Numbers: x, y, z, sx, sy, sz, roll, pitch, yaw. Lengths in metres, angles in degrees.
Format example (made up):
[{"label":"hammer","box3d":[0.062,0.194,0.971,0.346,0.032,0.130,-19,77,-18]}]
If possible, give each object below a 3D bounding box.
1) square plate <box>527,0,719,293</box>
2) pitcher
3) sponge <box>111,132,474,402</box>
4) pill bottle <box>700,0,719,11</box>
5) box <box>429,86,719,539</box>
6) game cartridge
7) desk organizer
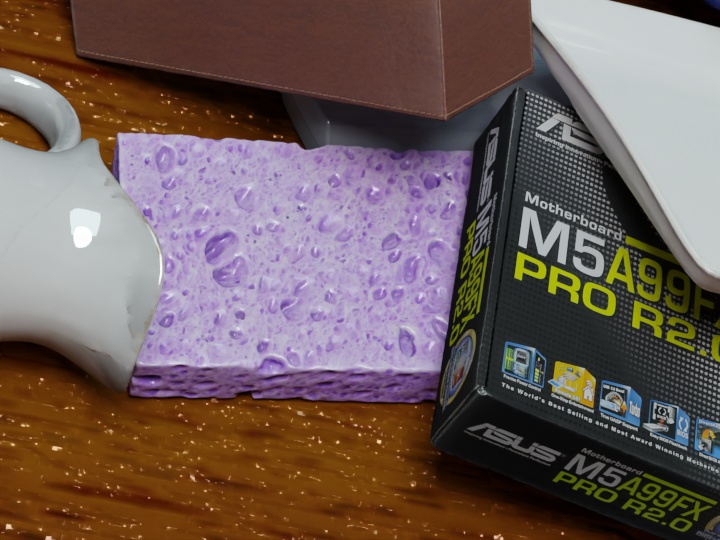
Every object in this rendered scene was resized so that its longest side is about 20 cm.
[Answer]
[{"label":"square plate","box3d":[0.169,-0.038,1.031,0.198,0.028,0.200,10,34,-31]},{"label":"pitcher","box3d":[-0.191,-0.030,0.968,0.199,0.122,0.172,6,34,-24]},{"label":"sponge","box3d":[0.000,0.000,1.038,0.199,0.030,0.112,2,57,-14]},{"label":"pill bottle","box3d":[0.134,-0.193,1.113,0.200,0.116,0.116,30,54,7]},{"label":"box","box3d":[0.133,0.031,1.015,0.199,0.044,0.161,23,50,-13]},{"label":"game cartridge","box3d":[0.018,-0.131,1.129,0.133,0.041,0.201,-2,57,-11]},{"label":"desk organizer","box3d":[-0.028,-0.121,1.040,0.199,0.077,0.072,13,28,34]}]
